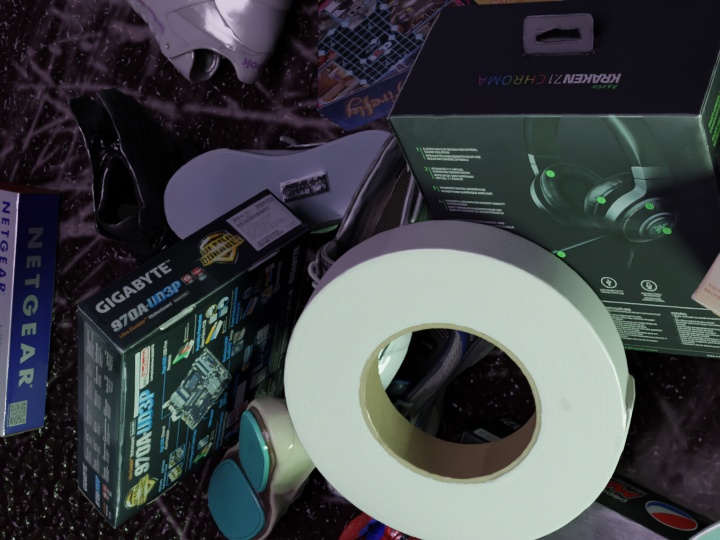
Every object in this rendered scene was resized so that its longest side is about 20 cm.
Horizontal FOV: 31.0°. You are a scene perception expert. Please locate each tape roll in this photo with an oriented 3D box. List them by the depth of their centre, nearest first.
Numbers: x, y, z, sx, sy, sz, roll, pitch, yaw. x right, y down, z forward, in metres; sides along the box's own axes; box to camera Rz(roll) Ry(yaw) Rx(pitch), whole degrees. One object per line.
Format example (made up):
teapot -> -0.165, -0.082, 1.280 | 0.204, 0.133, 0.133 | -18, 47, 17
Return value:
tape roll -> 0.055, 0.069, 0.745 | 0.199, 0.037, 0.206 | 7, 119, 12

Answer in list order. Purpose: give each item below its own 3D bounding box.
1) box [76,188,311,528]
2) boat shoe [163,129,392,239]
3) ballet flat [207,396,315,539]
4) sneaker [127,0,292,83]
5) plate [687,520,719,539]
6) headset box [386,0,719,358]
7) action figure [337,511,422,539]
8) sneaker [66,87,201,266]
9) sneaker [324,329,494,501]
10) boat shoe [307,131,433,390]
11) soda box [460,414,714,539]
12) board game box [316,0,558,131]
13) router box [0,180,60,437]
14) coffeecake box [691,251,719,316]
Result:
box -> -0.112, 0.061, 0.858 | 0.046, 0.158, 0.202 | 39, 143, 22
boat shoe -> -0.042, -0.058, 0.901 | 0.197, 0.068, 0.075 | -15, 85, 25
ballet flat -> -0.059, 0.139, 0.916 | 0.070, 0.069, 0.200 | 57, 153, 15
sneaker -> -0.141, -0.196, 0.948 | 0.198, 0.075, 0.101 | 24, 104, 28
plate -> 0.245, 0.224, 0.708 | 0.197, 0.026, 0.204 | 4, 99, 23
headset box -> 0.129, -0.053, 0.716 | 0.172, 0.201, 0.094 | 3, 51, 32
action figure -> -0.011, 0.218, 0.887 | 0.065, 0.099, 0.200 | 47, 114, -3
sneaker -> -0.156, -0.029, 0.952 | 0.059, 0.104, 0.204 | -6, 91, 31
sneaker -> 0.020, 0.074, 0.864 | 0.077, 0.085, 0.202 | 39, 113, 23
boat shoe -> 0.000, 0.000, 0.800 | 0.072, 0.070, 0.203 | 30, 98, 44
soda box -> 0.148, 0.167, 0.805 | 0.198, 0.063, 0.072 | 26, 106, 28
board game box -> 0.060, -0.184, 0.817 | 0.198, 0.034, 0.138 | -18, 58, 32
router box -> -0.341, 0.020, 1.103 | 0.177, 0.049, 0.204 | 10, 99, 31
coffeecake box -> 0.265, -0.042, 0.638 | 0.073, 0.153, 0.202 | 34, 98, 34
